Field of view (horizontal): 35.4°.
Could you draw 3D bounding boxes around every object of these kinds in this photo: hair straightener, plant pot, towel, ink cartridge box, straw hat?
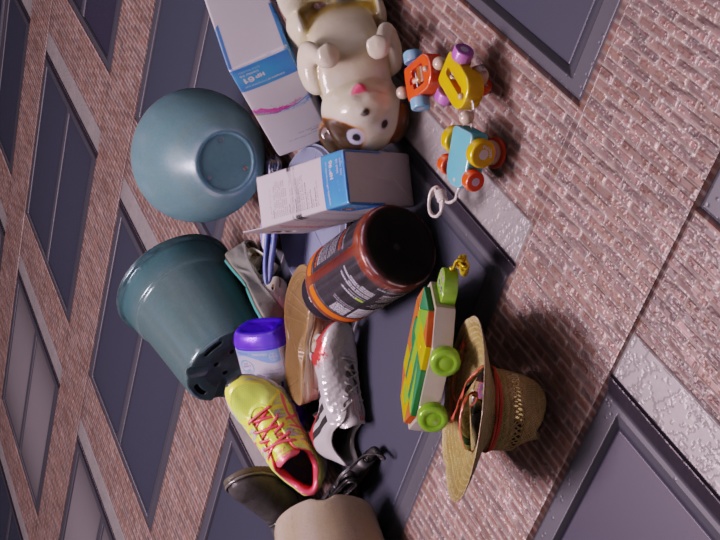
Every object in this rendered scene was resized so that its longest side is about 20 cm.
[{"bbox_3d":[-0.023,0.294,1.474,0.041,0.077,0.200,46,134,9],"label":"hair straightener"},{"bbox_3d":[-0.244,0.082,1.742,0.196,0.200,0.201,49,134,35],"label":"plant pot"},{"bbox_3d":[-0.128,-0.075,1.595,0.200,0.024,0.148,-105,20,-73],"label":"towel"},{"bbox_3d":[-0.218,-0.163,1.641,0.135,0.199,0.201,18,108,61],"label":"plant pot"},{"bbox_3d":[-0.047,-0.094,1.391,0.199,0.116,0.068,-12,82,44],"label":"ink cartridge box"},{"bbox_3d":[-0.119,-0.267,1.480,0.200,0.084,0.145,58,-170,-59],"label":"ink cartridge box"},{"bbox_3d":[0.143,0.142,1.154,0.201,0.085,0.202,-172,90,-84],"label":"straw hat"},{"bbox_3d":[-0.030,0.390,1.401,0.201,0.200,0.184,119,149,-43],"label":"plant pot"}]

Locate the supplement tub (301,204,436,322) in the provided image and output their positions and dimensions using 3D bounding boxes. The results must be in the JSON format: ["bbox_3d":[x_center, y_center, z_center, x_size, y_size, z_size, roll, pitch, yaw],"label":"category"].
[{"bbox_3d":[0.000,0.000,1.373,0.200,0.107,0.107,-32,65,56],"label":"supplement tub"}]

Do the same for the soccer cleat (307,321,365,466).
[{"bbox_3d":[-0.024,0.162,1.477,0.085,0.068,0.201,31,123,45],"label":"soccer cleat"}]

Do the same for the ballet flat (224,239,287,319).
[{"bbox_3d":[-0.143,0.020,1.672,0.064,0.067,0.200,-38,45,1],"label":"ballet flat"}]

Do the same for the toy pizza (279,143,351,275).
[{"bbox_3d":[-0.058,-0.072,1.545,0.200,0.032,0.201,5,96,61],"label":"toy pizza"}]

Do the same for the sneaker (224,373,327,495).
[{"bbox_3d":[-0.109,0.223,1.525,0.200,0.078,0.090,50,-174,-13],"label":"sneaker"}]

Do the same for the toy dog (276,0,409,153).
[{"bbox_3d":[-0.018,-0.235,1.360,0.194,0.139,0.201,113,145,-64],"label":"toy dog"}]

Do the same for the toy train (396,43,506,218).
[{"bbox_3d":[0.103,-0.165,1.238,0.150,0.055,0.201,142,121,-60],"label":"toy train"}]

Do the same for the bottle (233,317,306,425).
[{"bbox_3d":[-0.120,0.167,1.596,0.083,0.065,0.201,-2,112,25],"label":"bottle"}]

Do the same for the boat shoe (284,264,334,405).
[{"bbox_3d":[-0.059,0.083,1.520,0.074,0.069,0.201,39,130,51],"label":"boat shoe"}]

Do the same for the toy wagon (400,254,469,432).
[{"bbox_3d":[0.080,0.074,1.240,0.155,0.039,0.201,-95,14,-65],"label":"toy wagon"}]

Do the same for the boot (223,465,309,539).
[{"bbox_3d":[-0.098,0.375,1.533,0.072,0.182,0.201,-36,50,23],"label":"boot"}]
